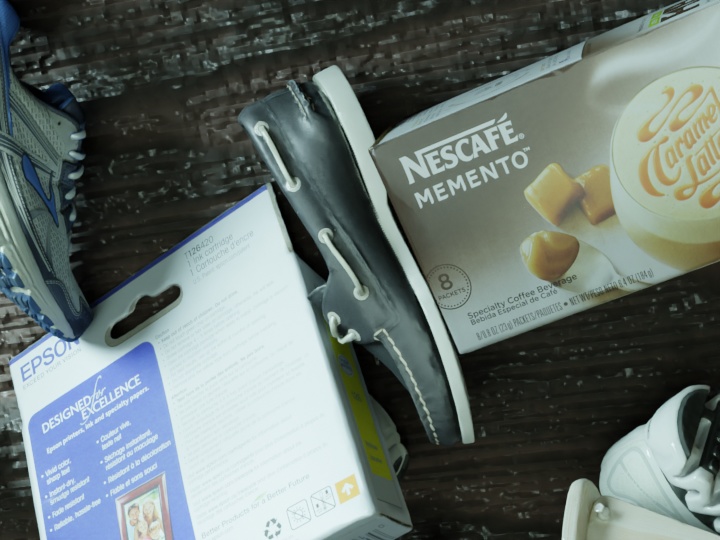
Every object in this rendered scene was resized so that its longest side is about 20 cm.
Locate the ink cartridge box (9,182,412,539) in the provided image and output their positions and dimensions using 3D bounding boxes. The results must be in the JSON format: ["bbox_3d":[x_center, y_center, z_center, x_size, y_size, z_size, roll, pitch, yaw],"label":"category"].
[{"bbox_3d":[-0.087,0.088,0.849,0.197,0.047,0.201,-32,52,20],"label":"ink cartridge box"}]

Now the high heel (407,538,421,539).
[{"bbox_3d":[0.008,0.244,0.890,0.141,0.072,0.201,-14,111,10],"label":"high heel"}]

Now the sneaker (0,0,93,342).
[{"bbox_3d":[-0.172,-0.053,0.841,0.085,0.077,0.201,-33,124,-20],"label":"sneaker"}]

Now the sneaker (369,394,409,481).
[{"bbox_3d":[-0.062,0.131,0.887,0.200,0.077,0.085,-40,75,16],"label":"sneaker"}]

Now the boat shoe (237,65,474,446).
[{"bbox_3d":[0.000,0.000,0.810,0.060,0.074,0.201,-23,94,-4],"label":"boat shoe"}]

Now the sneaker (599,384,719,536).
[{"bbox_3d":[0.204,0.147,0.826,0.200,0.075,0.081,47,133,-7],"label":"sneaker"}]

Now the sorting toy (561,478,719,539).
[{"bbox_3d":[0.192,0.207,0.789,0.199,0.180,0.107,17,69,28],"label":"sorting toy"}]

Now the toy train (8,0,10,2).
[{"bbox_3d":[-0.232,-0.095,0.864,0.034,0.046,0.201,34,111,2],"label":"toy train"}]

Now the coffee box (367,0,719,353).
[{"bbox_3d":[0.120,-0.053,0.774,0.199,0.080,0.115,-20,101,18],"label":"coffee box"}]
